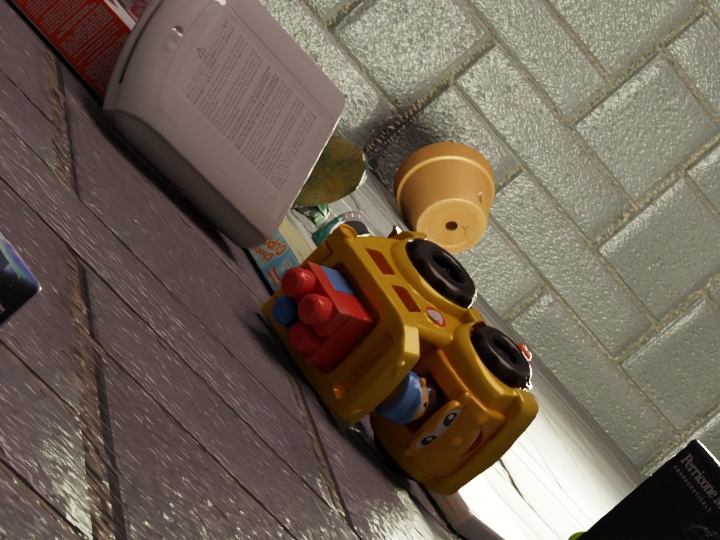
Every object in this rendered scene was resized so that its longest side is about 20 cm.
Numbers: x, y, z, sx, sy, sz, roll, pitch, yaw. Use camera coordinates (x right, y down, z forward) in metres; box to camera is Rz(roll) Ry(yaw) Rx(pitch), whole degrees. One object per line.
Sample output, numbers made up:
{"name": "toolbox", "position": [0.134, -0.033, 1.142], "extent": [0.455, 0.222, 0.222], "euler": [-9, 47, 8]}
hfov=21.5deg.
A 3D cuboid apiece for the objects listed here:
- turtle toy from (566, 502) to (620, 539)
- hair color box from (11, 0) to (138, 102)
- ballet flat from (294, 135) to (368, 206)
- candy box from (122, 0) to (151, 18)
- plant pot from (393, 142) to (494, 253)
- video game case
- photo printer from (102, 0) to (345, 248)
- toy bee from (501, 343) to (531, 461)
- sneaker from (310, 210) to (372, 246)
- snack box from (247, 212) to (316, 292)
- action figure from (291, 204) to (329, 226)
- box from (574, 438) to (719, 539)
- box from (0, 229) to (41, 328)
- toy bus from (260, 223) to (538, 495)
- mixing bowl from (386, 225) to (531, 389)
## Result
{"name": "turtle toy", "position": [0.242, 0.293, 1.751], "extent": [0.200, 0.101, 0.146], "euler": [-119, -170, -77]}
{"name": "hair color box", "position": [-0.238, -0.218, 1.600], "extent": [0.200, 0.064, 0.111], "euler": [49, 4, -16]}
{"name": "ballet flat", "position": [-0.076, -0.099, 1.783], "extent": [0.200, 0.071, 0.071], "euler": [9, -31, 51]}
{"name": "candy box", "position": [-0.182, -0.251, 2.042], "extent": [0.168, 0.072, 0.200], "euler": [35, 6, -2]}
{"name": "plant pot", "position": [0.167, -0.128, 3.656], "extent": [0.200, 0.200, 0.140], "euler": [46, 23, -33]}
{"name": "video game case", "position": [0.084, 0.186, 1.643], "extent": [0.182, 0.024, 0.200], "euler": [54, 6, 38]}
{"name": "photo printer", "position": [-0.116, -0.140, 1.556], "extent": [0.069, 0.167, 0.200], "euler": [6, -29, 45]}
{"name": "toy bee", "position": [0.127, 0.104, 2.098], "extent": [0.200, 0.109, 0.131], "euler": [44, 6, -47]}
{"name": "sneaker", "position": [0.000, 0.000, 1.981], "extent": [0.091, 0.078, 0.200], "euler": [55, 9, 19]}
{"name": "snack box", "position": [-0.064, -0.012, 1.707], "extent": [0.116, 0.037, 0.200], "euler": [44, 7, -39]}
{"name": "action figure", "position": [-0.092, -0.102, 2.013], "extent": [0.200, 0.055, 0.118], "euler": [39, 10, -45]}
{"name": "box", "position": [0.263, 0.279, 1.507], "extent": [0.117, 0.200, 0.197], "euler": [44, 7, -41]}
{"name": "box", "position": [-0.196, -0.036, 0.462], "extent": [0.149, 0.107, 0.200], "euler": [51, 5, 23]}
{"name": "toy bus", "position": [0.015, 0.062, 1.453], "extent": [0.192, 0.136, 0.200], "euler": [16, 34, -56]}
{"name": "mixing bowl", "position": [0.056, 0.066, 1.771], "extent": [0.200, 0.108, 0.200], "euler": [50, 5, -6]}
